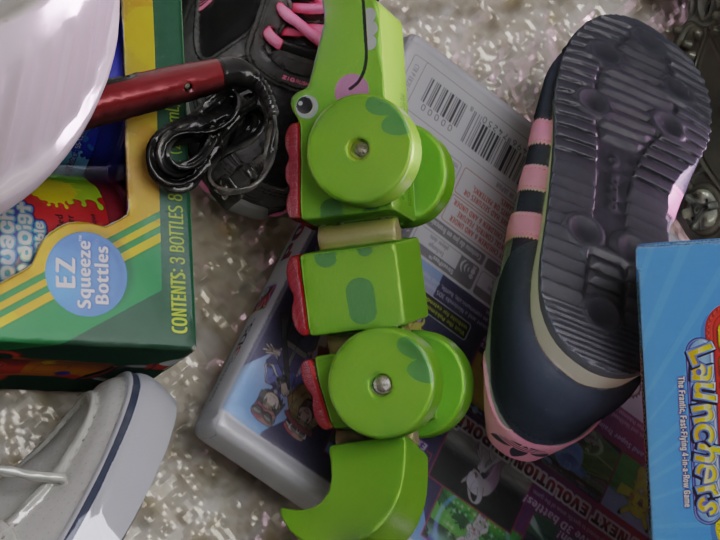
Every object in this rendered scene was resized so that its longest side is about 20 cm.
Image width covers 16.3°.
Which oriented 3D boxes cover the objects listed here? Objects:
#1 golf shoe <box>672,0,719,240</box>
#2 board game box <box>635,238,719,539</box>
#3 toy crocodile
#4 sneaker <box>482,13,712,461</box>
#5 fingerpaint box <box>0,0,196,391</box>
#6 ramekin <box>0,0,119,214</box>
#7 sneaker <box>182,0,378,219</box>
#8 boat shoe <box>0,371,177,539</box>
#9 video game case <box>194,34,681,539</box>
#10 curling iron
[{"bbox_3d":[0.168,-0.091,1.028,0.097,0.078,0.200,14,64,-35],"label":"golf shoe"},{"bbox_3d":[0.161,0.089,0.903,0.200,0.056,0.196,2,85,-64],"label":"board game box"},{"bbox_3d":[0.000,0.000,0.882,0.062,0.067,0.201,-5,87,14],"label":"toy crocodile"},{"bbox_3d":[0.079,-0.015,0.940,0.070,0.082,0.200,28,43,-7],"label":"sneaker"},{"bbox_3d":[-0.148,-0.064,0.871,0.166,0.073,0.200,4,73,-24],"label":"fingerpaint box"},{"bbox_3d":[-0.162,-0.112,0.768,0.202,0.094,0.203,10,61,-19],"label":"ramekin"},{"bbox_3d":[-0.016,-0.118,0.937,0.079,0.095,0.200,19,73,-22],"label":"sneaker"},{"bbox_3d":[-0.143,0.102,0.829,0.086,0.075,0.202,37,72,-12],"label":"boat shoe"},{"bbox_3d":[0.055,0.038,0.959,0.200,0.023,0.182,36,62,-19],"label":"video game case"},{"bbox_3d":[-0.113,-0.038,0.823,0.200,0.026,0.050,-8,78,-27],"label":"curling iron"}]
